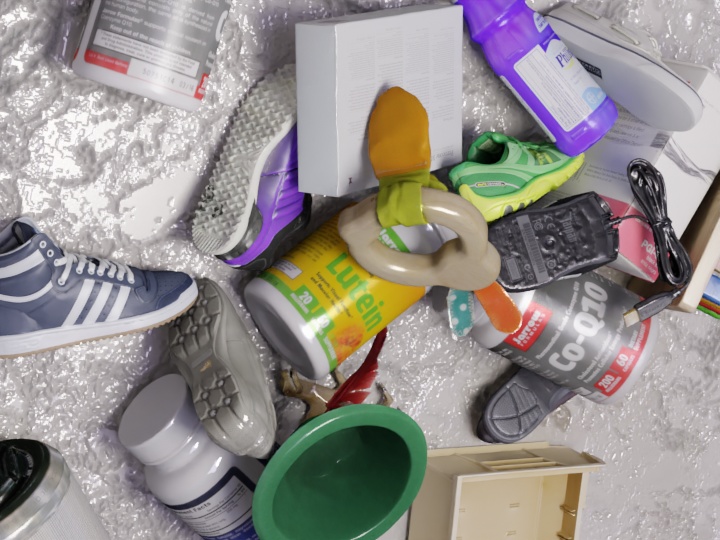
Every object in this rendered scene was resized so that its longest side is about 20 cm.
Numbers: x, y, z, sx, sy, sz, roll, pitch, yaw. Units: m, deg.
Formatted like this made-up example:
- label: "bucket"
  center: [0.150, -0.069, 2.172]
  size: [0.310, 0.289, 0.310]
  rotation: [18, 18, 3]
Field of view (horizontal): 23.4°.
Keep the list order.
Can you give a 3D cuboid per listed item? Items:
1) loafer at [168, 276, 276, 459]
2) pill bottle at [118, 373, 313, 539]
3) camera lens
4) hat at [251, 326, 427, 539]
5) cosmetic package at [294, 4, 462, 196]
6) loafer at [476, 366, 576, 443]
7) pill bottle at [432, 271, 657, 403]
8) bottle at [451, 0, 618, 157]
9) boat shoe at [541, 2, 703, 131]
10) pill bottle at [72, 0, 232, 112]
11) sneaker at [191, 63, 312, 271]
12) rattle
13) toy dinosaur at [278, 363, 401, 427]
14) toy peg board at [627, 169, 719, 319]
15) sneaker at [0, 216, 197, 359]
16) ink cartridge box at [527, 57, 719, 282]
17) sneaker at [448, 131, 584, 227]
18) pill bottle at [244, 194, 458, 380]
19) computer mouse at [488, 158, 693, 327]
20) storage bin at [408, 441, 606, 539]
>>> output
- label: "loafer"
  center: [-0.120, 0.087, 1.529]
  size: [0.070, 0.200, 0.070]
  rotation: [-33, 133, 14]
- label: "pill bottle"
  center: [-0.126, 0.186, 1.588]
  size: [0.111, 0.111, 0.200]
  rotation: [-49, 120, -11]
- label: "camera lens"
  center: [-0.289, 0.257, 1.481]
  size: [0.160, 0.160, 0.201]
  rotation: [-34, 116, -19]
- label: "hat"
  center: [-0.045, 0.146, 1.588]
  size: [0.199, 0.176, 0.166]
  rotation: [8, 115, -37]
- label: "cosmetic package"
  center: [0.020, -0.158, 1.584]
  size: [0.200, 0.051, 0.152]
  rotation: [-18, 110, -51]
- label: "loafer"
  center: [0.195, 0.110, 1.796]
  size: [0.200, 0.063, 0.072]
  rotation: [-36, 87, -23]
- label: "pill bottle"
  center: [0.178, 0.040, 1.697]
  size: [0.199, 0.114, 0.114]
  rotation: [26, 88, -15]
- label: "bottle"
  center: [0.161, -0.202, 1.654]
  size: [0.065, 0.084, 0.200]
  rotation: [-38, 94, 23]
- label: "boat shoe"
  center: [0.256, -0.202, 1.675]
  size: [0.066, 0.200, 0.072]
  rotation: [-42, 141, -21]
- label: "pill bottle"
  center: [-0.161, -0.244, 1.463]
  size: [0.114, 0.114, 0.201]
  rotation: [16, 94, -32]
- label: "sneaker"
  center: [-0.075, -0.089, 1.583]
  size: [0.099, 0.069, 0.201]
  rotation: [36, 78, -46]
- label: "rattle"
  center: [0.072, -0.044, 1.559]
  size: [0.200, 0.143, 0.130]
  rotation: [29, 122, -36]
- label: "toy dinosaur"
  center: [-0.007, 0.156, 1.693]
  size: [0.101, 0.058, 0.200]
  rotation: [-33, 109, -3]
- label: "toy peg board"
  center: [0.375, -0.039, 1.759]
  size: [0.097, 0.199, 0.201]
  rotation: [25, 89, -7]
- label: "sneaker"
  center: [-0.238, 0.002, 1.503]
  size: [0.199, 0.070, 0.109]
  rotation: [-14, 110, -24]
- label: "ink cartridge box"
  center: [0.274, -0.106, 1.728]
  size: [0.083, 0.146, 0.200]
  rotation: [35, 84, -32]
- label: "sneaker"
  center: [0.151, -0.103, 1.670]
  size: [0.084, 0.074, 0.200]
  rotation: [56, 35, 1]
- label: "pill bottle"
  center: [0.000, 0.000, 1.616]
  size: [0.200, 0.111, 0.111]
  rotation: [-39, 118, -17]
- label: "computer mouse"
  center: [0.209, -0.006, 1.620]
  size: [0.199, 0.046, 0.141]
  rotation: [-24, 89, -13]
- label: "storage bin"
  center: [0.148, 0.286, 1.781]
  size: [0.198, 0.094, 0.201]
  rotation: [0, 102, -30]
